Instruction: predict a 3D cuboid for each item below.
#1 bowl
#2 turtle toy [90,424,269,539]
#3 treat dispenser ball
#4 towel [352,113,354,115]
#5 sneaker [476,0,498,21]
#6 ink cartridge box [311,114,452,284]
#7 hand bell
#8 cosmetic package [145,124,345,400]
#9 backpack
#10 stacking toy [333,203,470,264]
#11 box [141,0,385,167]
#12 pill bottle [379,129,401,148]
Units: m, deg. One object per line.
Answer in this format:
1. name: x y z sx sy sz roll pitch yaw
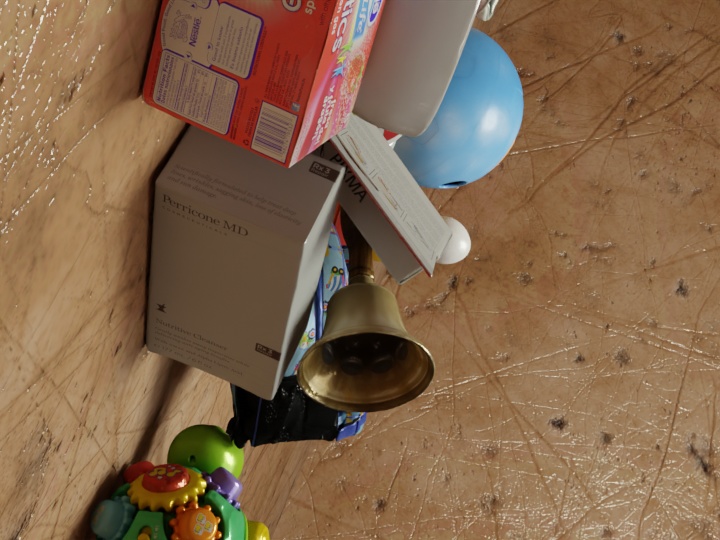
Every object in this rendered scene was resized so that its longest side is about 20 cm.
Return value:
1. bowl: 0.000 -0.210 0.773 0.200 0.074 0.201 57 -44 46
2. turtle toy: -0.151 0.203 1.004 0.200 0.145 0.102 -58 148 -68
3. treat dispenser ball: 0.099 -0.201 1.464 0.201 0.200 0.202 22 90 -85
4. towel: 0.002 -0.224 0.907 0.086 0.018 0.201 112 -23 -62
5. sneaker: 0.080 -0.266 1.079 0.078 0.199 0.100 -54 130 -42
6. ink cartridge box: -0.012 -0.081 0.889 0.045 0.200 0.176 -35 -176 15
7. hand bell: 0.000 0.000 0.954 0.104 0.103 0.201 106 -15 -49
8. cosmetic package: -0.087 -0.006 0.858 0.200 0.112 0.081 102 10 -53
9. backpack: -0.055 0.032 1.060 0.183 0.134 0.201 -106 -160 -53
10. stacking toy: 0.019 -0.053 1.246 0.146 0.199 0.147 22 90 -85
11. box: -0.040 -0.175 0.665 0.095 0.102 0.201 -46 157 -60
12. pill bottle: 0.002 -0.177 1.049 0.200 0.112 0.113 101 12 -63
